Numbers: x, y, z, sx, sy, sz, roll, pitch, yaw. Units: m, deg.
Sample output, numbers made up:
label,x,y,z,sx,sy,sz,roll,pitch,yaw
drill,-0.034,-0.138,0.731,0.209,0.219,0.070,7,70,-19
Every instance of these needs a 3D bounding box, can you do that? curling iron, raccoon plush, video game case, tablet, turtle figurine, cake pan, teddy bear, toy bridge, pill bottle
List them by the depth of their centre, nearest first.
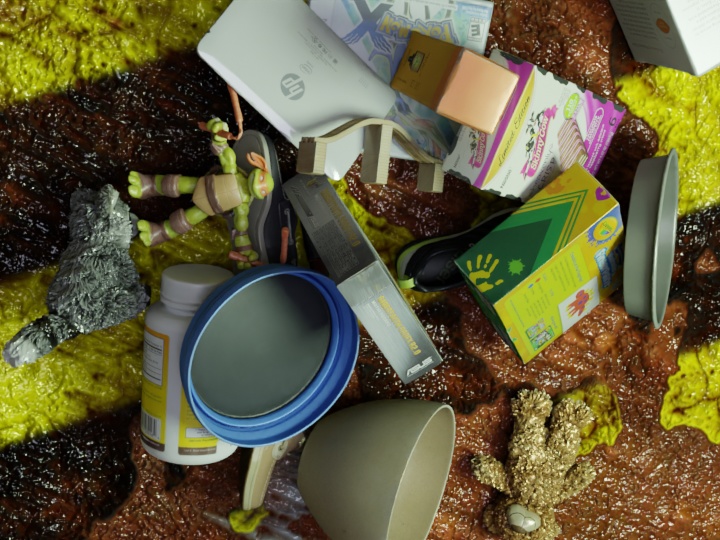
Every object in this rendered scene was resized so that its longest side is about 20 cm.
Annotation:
label,x,y,z,sx,sy,sz,roll,pitch,yaw
raccoon plush,-0.288,-0.004,1.195,0.097,0.200,0.134,-5,109,24
tablet,-0.061,-0.201,1.211,0.200,0.014,0.130,42,65,-19
turtle figurine,-0.156,-0.088,1.228,0.161,0.064,0.200,-10,106,15
toy bridge,0.018,-0.123,1.230,0.200,0.027,0.067,4,92,-45
video game case,0.031,-0.214,1.275,0.200,0.022,0.183,7,105,-14
pill bottle,-0.179,0.099,1.276,0.109,0.109,0.200,2,106,-12
cake pan,0.322,-0.036,1.312,0.037,0.200,0.201,6,107,19
curling iron,-0.056,-0.005,1.315,0.049,0.026,0.200,-7,107,-8
teddy bear,0.211,0.239,1.422,0.145,0.067,0.200,29,98,-16

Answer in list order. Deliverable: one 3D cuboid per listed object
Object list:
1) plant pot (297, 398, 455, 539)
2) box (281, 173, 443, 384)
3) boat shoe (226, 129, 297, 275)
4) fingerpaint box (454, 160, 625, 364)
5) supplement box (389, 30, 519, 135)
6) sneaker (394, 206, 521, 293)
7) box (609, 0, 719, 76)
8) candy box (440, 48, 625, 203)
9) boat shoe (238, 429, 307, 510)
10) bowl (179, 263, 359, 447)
label,x,y,z,sx,sy,sz,roll,pitch,yaw
plant pot,0.008,0.229,1.330,0.134,0.200,0.201,15,105,20
box,0.000,0.000,1.217,0.048,0.200,0.158,-32,128,1
boat shoe,-0.102,-0.053,1.282,0.063,0.073,0.200,-12,104,-45
fingerpaint box,0.204,-0.004,1.288,0.167,0.073,0.200,-39,152,0
supplement box,0.088,-0.189,1.177,0.069,0.200,0.067,21,101,-18
sneaker,0.135,-0.012,1.324,0.200,0.083,0.072,-20,109,-6
box,0.326,-0.322,1.237,0.106,0.152,0.200,-30,110,-3
candy box,0.188,-0.140,1.258,0.200,0.061,0.137,10,107,-50
boat shoe,-0.091,0.181,1.339,0.064,0.071,0.200,13,102,-14
bowl,-0.095,0.085,1.226,0.200,0.039,0.201,-15,120,-28
